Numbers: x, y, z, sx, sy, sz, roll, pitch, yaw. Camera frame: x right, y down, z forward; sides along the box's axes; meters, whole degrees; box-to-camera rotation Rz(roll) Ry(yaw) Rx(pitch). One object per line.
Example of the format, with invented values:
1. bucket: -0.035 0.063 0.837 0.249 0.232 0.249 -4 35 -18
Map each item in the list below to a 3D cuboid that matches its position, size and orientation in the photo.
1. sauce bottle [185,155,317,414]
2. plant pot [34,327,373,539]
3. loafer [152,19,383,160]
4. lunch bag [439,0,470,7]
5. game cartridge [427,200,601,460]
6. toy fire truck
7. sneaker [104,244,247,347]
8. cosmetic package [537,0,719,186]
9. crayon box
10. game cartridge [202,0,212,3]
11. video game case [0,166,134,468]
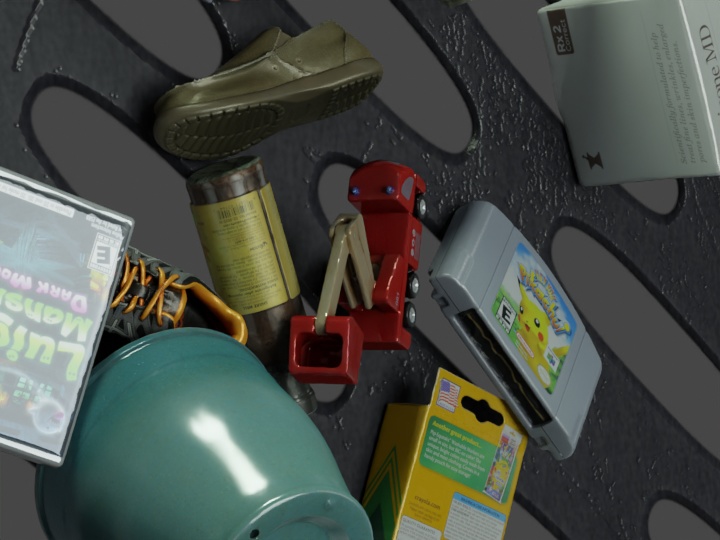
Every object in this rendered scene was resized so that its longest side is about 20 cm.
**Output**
1. sauce bottle: -0.078 0.016 1.730 0.065 0.065 0.201 -25 106 -41
2. plant pot: -0.093 0.168 1.584 0.199 0.188 0.201 -17 122 -30
3. loafer: -0.077 -0.139 1.733 0.199 0.076 0.068 -17 66 -35
4. lunch bag: 0.066 -0.323 1.821 0.164 0.117 0.200 59 40 -25
5. game cartridge: 0.133 0.044 1.912 0.200 0.040 0.134 54 30 -21
6. toy fire truck: 0.000 0.000 1.766 0.141 0.049 0.201 40 53 -63
7. sneaker: -0.163 0.015 1.642 0.200 0.077 0.079 25 74 -39
8. cosmetic package: 0.292 -0.184 2.011 0.200 0.165 0.165 -27 106 -40
9. crayon box: 0.063 0.193 1.868 0.126 0.051 0.201 28 71 -40
10. game cartridge: -0.114 -0.303 1.603 0.129 0.038 0.201 26 95 -5
11. video game case: -0.267 0.016 1.541 0.199 0.023 0.183 22 74 -23
